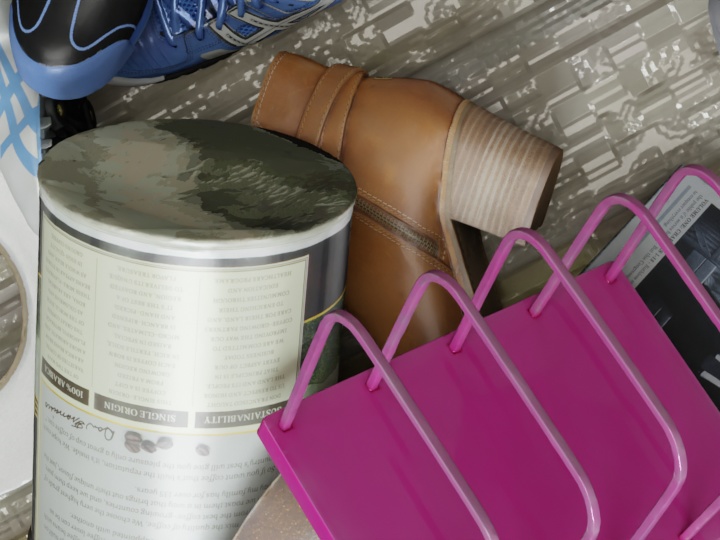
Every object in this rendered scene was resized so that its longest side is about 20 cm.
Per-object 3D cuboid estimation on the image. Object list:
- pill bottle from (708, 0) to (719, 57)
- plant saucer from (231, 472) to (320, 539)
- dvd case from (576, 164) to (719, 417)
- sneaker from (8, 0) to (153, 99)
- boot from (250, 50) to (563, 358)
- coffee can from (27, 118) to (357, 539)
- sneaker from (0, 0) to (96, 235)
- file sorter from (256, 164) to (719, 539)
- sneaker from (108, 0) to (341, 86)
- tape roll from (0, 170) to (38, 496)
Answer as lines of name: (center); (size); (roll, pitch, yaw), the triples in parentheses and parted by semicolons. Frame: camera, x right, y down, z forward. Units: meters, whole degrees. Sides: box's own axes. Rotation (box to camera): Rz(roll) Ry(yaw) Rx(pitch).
pill bottle: (0.270, -0.103, 0.961); (0.199, 0.120, 0.121); (-18, 94, 9)
plant saucer: (0.009, 0.144, 0.985); (0.037, 0.200, 0.201); (34, 100, 35)
dvd case: (0.181, 0.064, 0.986); (0.200, 0.025, 0.150); (40, 71, 14)
sneaker: (-0.119, -0.182, 0.983); (0.070, 0.078, 0.201); (14, 69, 6)
boot: (0.000, 0.000, 1.038); (0.154, 0.074, 0.201); (21, 99, 12)
coffee can: (-0.081, 0.048, 0.981); (0.145, 0.147, 0.201); (8, 114, 6)
sneaker: (-0.182, -0.102, 1.031); (0.072, 0.072, 0.201); (-23, 76, 10)
file sorter: (0.085, 0.059, 0.879); (0.199, 0.126, 0.139); (-23, 68, -27)
sneaker: (-0.056, -0.149, 1.018); (0.199, 0.077, 0.076); (-26, 94, 11)
tape roll: (-0.218, 0.020, 1.077); (0.201, 0.037, 0.205); (1, 96, 8)
